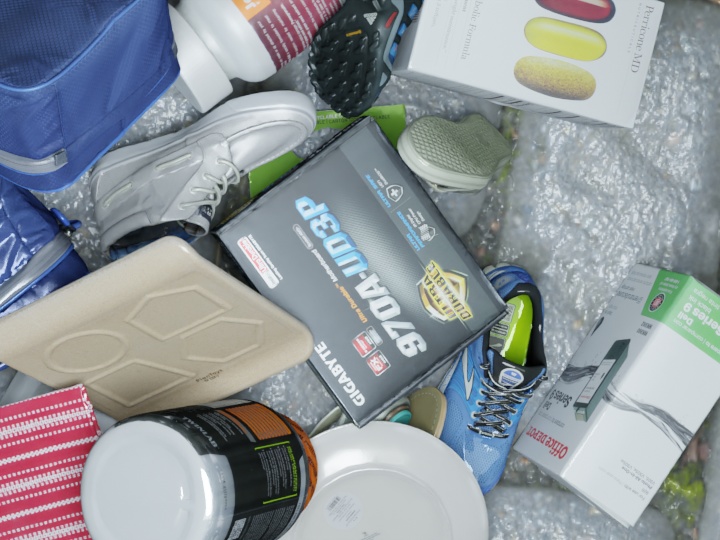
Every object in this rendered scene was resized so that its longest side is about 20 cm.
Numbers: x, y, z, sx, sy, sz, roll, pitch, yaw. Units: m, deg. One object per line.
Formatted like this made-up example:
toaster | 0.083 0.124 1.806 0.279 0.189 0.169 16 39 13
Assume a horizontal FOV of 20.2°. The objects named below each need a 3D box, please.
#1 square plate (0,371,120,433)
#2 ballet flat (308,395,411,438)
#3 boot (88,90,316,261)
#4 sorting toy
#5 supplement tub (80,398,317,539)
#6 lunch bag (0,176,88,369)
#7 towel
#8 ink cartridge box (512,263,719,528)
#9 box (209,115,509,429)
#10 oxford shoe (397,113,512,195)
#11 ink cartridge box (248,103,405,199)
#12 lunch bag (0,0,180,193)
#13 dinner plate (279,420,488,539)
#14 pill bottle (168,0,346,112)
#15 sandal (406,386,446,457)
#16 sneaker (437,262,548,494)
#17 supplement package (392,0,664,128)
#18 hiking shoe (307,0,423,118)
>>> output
square plate | -0.217 0.172 1.640 0.200 0.028 0.198 33 62 -8
ballet flat | -0.030 0.177 1.708 0.064 0.067 0.200 35 97 20
boot | -0.122 -0.069 1.625 0.199 0.096 0.074 -21 143 13
sorting toy | -0.159 0.049 1.552 0.185 0.200 0.037 -25 55 18
supplement tub | -0.118 0.164 1.563 0.122 0.200 0.123 0 90 25
lunch bag | -0.306 0.015 1.592 0.200 0.136 0.132 -38 101 -8
towel | -0.251 0.198 1.575 0.144 0.022 0.201 -16 100 4
ink cartridge box | 0.232 0.103 1.707 0.084 0.146 0.200 35 87 -12
box | 0.000 0.000 1.628 0.159 0.046 0.200 -37 100 -7
oxford shoe | 0.071 -0.088 1.649 0.058 0.200 0.075 -42 83 19
ink cartridge box | -0.017 -0.033 1.684 0.147 0.076 0.201 -6 96 -11
lunch bag | -0.233 -0.153 1.517 0.136 0.133 0.200 28 59 25
dinner plate | 0.009 0.223 1.670 0.199 0.024 0.201 -1 102 -6
pill bottle | -0.077 -0.224 1.641 0.200 0.110 0.110 -38 100 -7
sandal | 0.039 0.203 1.726 0.069 0.078 0.212 24 95 -32
sneaker | 0.111 0.095 1.712 0.078 0.089 0.201 10 94 -11
supplement package | 0.134 -0.195 1.685 0.199 0.110 0.114 13 92 -12
hiking shoe | 0.020 -0.202 1.601 0.074 0.200 0.087 43 52 18
